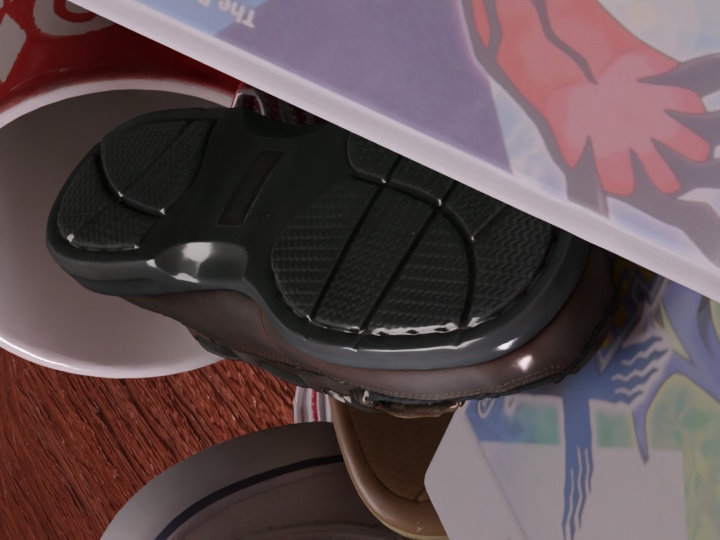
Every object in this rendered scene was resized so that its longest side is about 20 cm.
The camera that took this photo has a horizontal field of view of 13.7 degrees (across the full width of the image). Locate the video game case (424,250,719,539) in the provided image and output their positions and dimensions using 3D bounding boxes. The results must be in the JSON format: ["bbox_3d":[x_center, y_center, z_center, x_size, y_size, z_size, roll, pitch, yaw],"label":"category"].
[{"bbox_3d":[0.083,0.027,0.640,0.201,0.022,0.183,-66,30,28],"label":"video game case"}]

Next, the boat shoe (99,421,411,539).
[{"bbox_3d":[0.020,0.093,0.828,0.070,0.199,0.071,46,116,42],"label":"boat shoe"}]

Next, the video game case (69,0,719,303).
[{"bbox_3d":[0.016,-0.108,0.557,0.023,0.199,0.183,-55,-12,-57],"label":"video game case"}]

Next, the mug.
[{"bbox_3d":[-0.066,-0.090,1.034,0.133,0.177,0.200,39,-151,-34],"label":"mug"}]

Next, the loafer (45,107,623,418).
[{"bbox_3d":[0.000,0.000,0.740,0.200,0.072,0.063,13,154,52],"label":"loafer"}]

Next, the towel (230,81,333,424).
[{"bbox_3d":[-0.006,-0.026,0.923,0.200,0.030,0.147,-74,-23,-65],"label":"towel"}]

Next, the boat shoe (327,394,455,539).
[{"bbox_3d":[0.029,-0.009,0.834,0.072,0.072,0.201,71,-166,-58],"label":"boat shoe"}]
